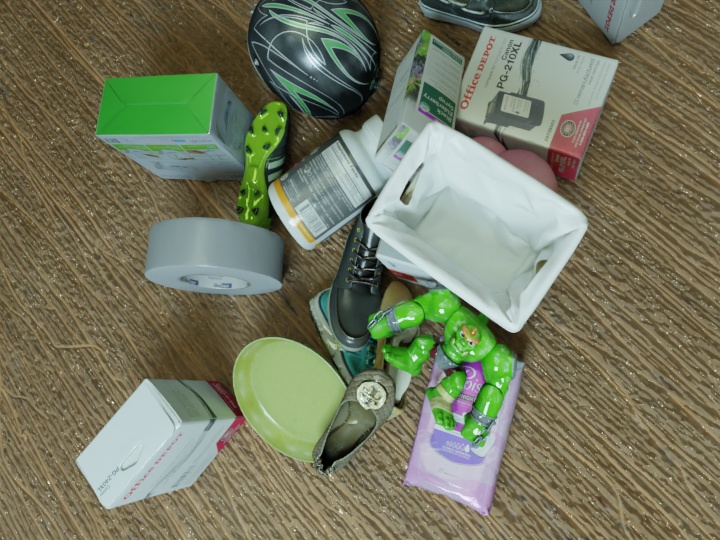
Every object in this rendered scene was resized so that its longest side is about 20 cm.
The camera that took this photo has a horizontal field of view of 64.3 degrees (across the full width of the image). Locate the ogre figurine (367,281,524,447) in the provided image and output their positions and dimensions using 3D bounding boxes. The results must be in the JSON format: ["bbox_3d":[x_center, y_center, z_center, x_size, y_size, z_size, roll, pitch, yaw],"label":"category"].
[{"bbox_3d":[0.108,0.100,0.699,0.120,0.097,0.201,-48,60,16],"label":"ogre figurine"}]

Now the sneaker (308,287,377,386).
[{"bbox_3d":[-0.007,0.114,0.820,0.078,0.078,0.204,-26,75,-6],"label":"sneaker"}]

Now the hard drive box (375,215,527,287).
[{"bbox_3d":[0.135,-0.013,0.762,0.194,0.156,0.079,17,84,19],"label":"hard drive box"}]

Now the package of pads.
[{"bbox_3d":[0.138,0.200,0.759,0.117,0.076,0.207,14,83,15],"label":"package of pads"}]

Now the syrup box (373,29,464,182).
[{"bbox_3d":[0.085,-0.225,0.792,0.077,0.081,0.205,26,53,-17],"label":"syrup box"}]

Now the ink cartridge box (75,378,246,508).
[{"bbox_3d":[-0.266,0.232,0.798,0.083,0.200,0.146,42,91,19],"label":"ink cartridge box"}]

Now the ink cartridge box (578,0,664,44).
[{"bbox_3d":[0.342,-0.450,0.799,0.082,0.145,0.204,-30,72,7],"label":"ink cartridge box"}]

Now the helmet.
[{"bbox_3d":[-0.067,-0.336,0.865,0.193,0.191,0.208,-3,78,14],"label":"helmet"}]

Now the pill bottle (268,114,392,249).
[{"bbox_3d":[-0.031,-0.132,0.854,0.197,0.116,0.118,-35,72,5],"label":"pill bottle"}]

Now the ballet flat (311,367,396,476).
[{"bbox_3d":[-0.015,0.202,0.733,0.067,0.046,0.202,36,124,5],"label":"ballet flat"}]

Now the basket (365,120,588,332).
[{"bbox_3d":[0.125,-0.040,0.624,0.198,0.123,0.137,37,91,19],"label":"basket"}]

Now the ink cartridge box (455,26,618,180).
[{"bbox_3d":[0.239,-0.239,0.816,0.195,0.084,0.149,23,85,19],"label":"ink cartridge box"}]

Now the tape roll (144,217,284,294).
[{"bbox_3d":[-0.209,-0.015,0.834,0.193,0.200,0.069,-2,77,14],"label":"tape roll"}]

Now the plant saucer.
[{"bbox_3d":[-0.090,0.177,0.804,0.194,0.031,0.207,11,117,21],"label":"plant saucer"}]

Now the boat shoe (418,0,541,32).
[{"bbox_3d":[0.179,-0.415,0.877,0.193,0.071,0.075,12,81,17],"label":"boat shoe"}]

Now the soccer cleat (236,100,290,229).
[{"bbox_3d":[-0.149,-0.164,0.908,0.065,0.081,0.207,11,84,14],"label":"soccer cleat"}]

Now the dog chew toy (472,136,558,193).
[{"bbox_3d":[0.172,-0.125,0.798,0.198,0.124,0.126,36,89,28],"label":"dog chew toy"}]

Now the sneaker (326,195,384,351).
[{"bbox_3d":[0.000,0.000,0.791,0.072,0.107,0.206,10,62,-7],"label":"sneaker"}]

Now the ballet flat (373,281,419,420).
[{"bbox_3d":[0.055,0.105,0.785,0.062,0.067,0.206,-24,48,51],"label":"ballet flat"}]

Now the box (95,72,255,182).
[{"bbox_3d":[-0.276,-0.218,0.907,0.193,0.176,0.100,3,79,16],"label":"box"}]
